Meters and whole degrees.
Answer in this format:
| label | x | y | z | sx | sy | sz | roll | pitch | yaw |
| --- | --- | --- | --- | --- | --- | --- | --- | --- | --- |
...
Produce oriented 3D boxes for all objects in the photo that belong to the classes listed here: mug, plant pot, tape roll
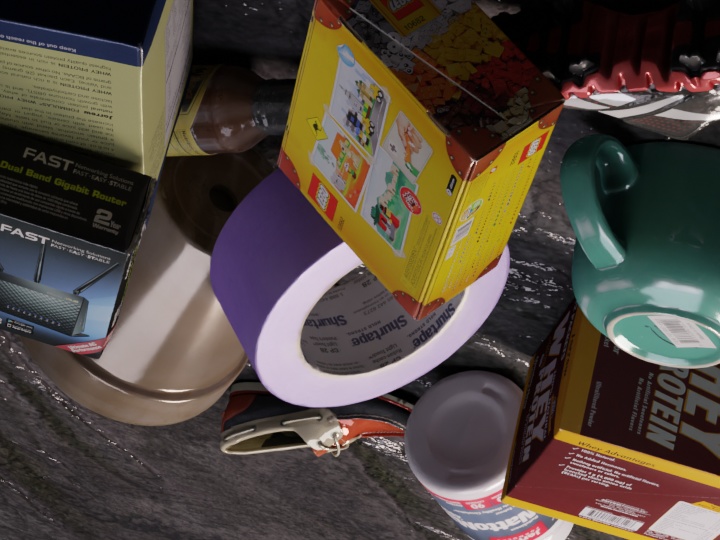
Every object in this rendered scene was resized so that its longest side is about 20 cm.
| label | x | y | z | sx | sy | sz | roll | pitch | yaw |
| --- | --- | --- | --- | --- | --- | --- | --- | --- | --- |
| mug | 0.208 | -0.007 | 1.558 | 0.184 | 0.115 | 0.152 | 16 | 157 | -5 |
| plant pot | -0.139 | -0.011 | 1.692 | 0.199 | 0.201 | 0.174 | 24 | 137 | -21 |
| tape roll | 0.000 | 0.000 | 1.596 | 0.199 | 0.085 | 0.200 | -21 | 145 | -15 |

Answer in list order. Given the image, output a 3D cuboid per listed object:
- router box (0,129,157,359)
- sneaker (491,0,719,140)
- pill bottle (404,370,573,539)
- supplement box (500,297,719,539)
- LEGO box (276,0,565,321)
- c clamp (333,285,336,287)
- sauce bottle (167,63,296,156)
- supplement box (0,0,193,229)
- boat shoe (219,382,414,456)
| label | x | y | z | sx | sy | sz | roll | pitch | yaw |
| --- | --- | --- | --- | --- | --- | --- | --- | --- | --- |
| router box | -0.240 | -0.028 | 1.435 | 0.199 | 0.062 | 0.150 | 17 | 148 | -5 |
| sneaker | 0.165 | -0.121 | 1.383 | 0.200 | 0.071 | 0.098 | 0 | 150 | 27 |
| pill bottle | 0.125 | 0.182 | 2.021 | 0.119 | 0.120 | 0.200 | 3 | 154 | 25 |
| supplement box | 0.238 | 0.124 | 1.809 | 0.196 | 0.133 | 0.200 | 16 | 156 | -4 |
| LEGO box | 0.032 | -0.085 | 1.411 | 0.149 | 0.077 | 0.200 | 49 | 154 | 17 |
| c clamp | -0.073 | 0.040 | 1.931 | 0.199 | 0.027 | 0.171 | 6 | 155 | 17 |
| sauce bottle | -0.111 | -0.112 | 1.572 | 0.199 | 0.065 | 0.065 | -1 | 152 | 27 |
| supplement box | -0.214 | -0.150 | 1.421 | 0.199 | 0.135 | 0.200 | 12 | 148 | 3 |
| boat shoe | -0.040 | 0.144 | 2.101 | 0.199 | 0.063 | 0.071 | 1 | 151 | 25 |
